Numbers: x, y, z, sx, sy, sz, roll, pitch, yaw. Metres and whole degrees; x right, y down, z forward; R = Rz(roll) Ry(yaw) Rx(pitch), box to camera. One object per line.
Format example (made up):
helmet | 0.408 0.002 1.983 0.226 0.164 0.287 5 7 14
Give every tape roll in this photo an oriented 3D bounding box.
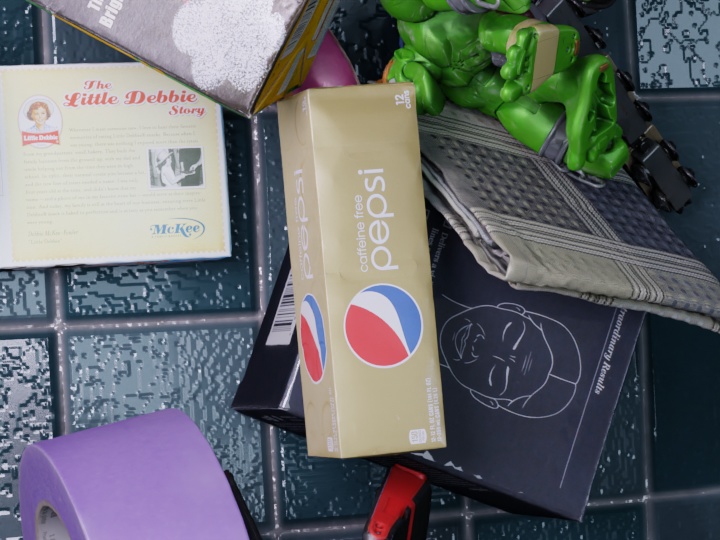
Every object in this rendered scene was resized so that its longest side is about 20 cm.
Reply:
tape roll | -0.118 0.182 1.400 0.084 0.200 0.201 -14 92 -19

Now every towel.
towel | 0.107 -0.032 1.483 0.199 0.193 0.035 13 119 -38

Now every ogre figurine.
ogre figurine | 0.075 -0.123 1.443 0.200 0.119 0.099 18 96 -55

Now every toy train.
toy train | 0.151 -0.101 1.554 0.034 0.046 0.200 -44 131 -6

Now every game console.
game console | 0.003 0.219 1.441 0.031 0.177 0.202 9 100 9

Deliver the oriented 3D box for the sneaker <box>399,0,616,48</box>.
sneaker | 0.106 -0.176 1.555 0.199 0.083 0.071 -33 99 -15

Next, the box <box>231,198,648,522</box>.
box | 0.048 0.045 1.512 0.199 0.107 0.149 22 81 -16

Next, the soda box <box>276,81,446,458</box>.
soda box | 0.000 0.000 1.406 0.064 0.068 0.202 -5 89 -17

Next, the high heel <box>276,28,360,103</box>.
high heel | -0.079 -0.127 1.471 0.096 0.068 0.200 -30 70 -28

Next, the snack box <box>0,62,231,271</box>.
snack box | -0.176 -0.059 1.475 0.199 0.037 0.117 -3 87 -19

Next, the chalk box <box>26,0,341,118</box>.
chalk box | -0.106 -0.188 1.381 0.199 0.124 0.125 29 106 5

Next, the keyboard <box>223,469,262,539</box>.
keyboard | -0.056 0.215 1.419 0.020 0.200 0.128 -7 127 -17
